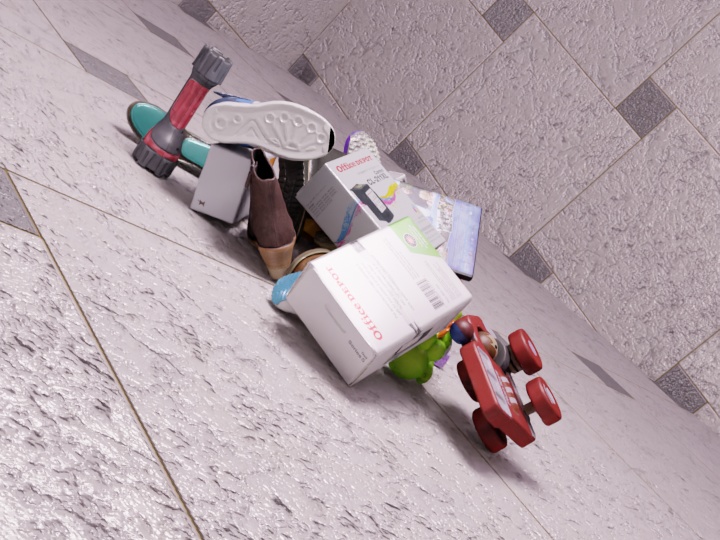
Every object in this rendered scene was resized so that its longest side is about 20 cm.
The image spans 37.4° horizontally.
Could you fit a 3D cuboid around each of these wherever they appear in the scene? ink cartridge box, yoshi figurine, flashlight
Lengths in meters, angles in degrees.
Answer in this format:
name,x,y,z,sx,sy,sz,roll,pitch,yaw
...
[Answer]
name,x,y,z,sx,sy,sz,roll,pitch,yaw
ink cartridge box,0.025,0.035,1.370,0.199,0.084,0.146,-26,73,-42
ink cartridge box,0.016,-0.080,1.641,0.201,0.083,0.145,50,32,6
yoshi figurine,0.080,0.102,1.536,0.111,0.114,0.200,16,8,2
flashlight,-0.261,-0.237,1.582,0.068,0.201,0.068,39,13,16

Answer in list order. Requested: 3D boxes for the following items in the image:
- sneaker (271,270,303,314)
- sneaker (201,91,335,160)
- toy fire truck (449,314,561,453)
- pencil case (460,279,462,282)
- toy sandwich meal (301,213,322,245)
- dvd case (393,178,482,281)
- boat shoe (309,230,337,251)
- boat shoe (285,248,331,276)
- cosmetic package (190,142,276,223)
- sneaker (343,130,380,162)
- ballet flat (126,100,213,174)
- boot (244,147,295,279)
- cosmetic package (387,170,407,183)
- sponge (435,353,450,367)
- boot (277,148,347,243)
name,x,y,z,sx,sy,sz,roll,pitch,yaw
sneaker,-0.034,0.051,1.453,0.198,0.082,0.077,4,30,-33
sneaker,-0.133,-0.214,1.569,0.197,0.082,0.147,8,11,-1
toy fire truck,0.182,0.141,1.457,0.168,0.111,0.202,45,22,-49
pencil case,0.126,0.048,1.751,0.083,0.087,0.200,40,9,6
toy sandwich meal,-0.064,-0.059,1.828,0.205,0.070,0.205,46,5,-5
dvd case,0.101,-0.072,1.763,0.197,0.018,0.144,18,59,-9
boat shoe,0.000,0.000,1.728,0.198,0.068,0.072,22,7,-28
boat shoe,-0.032,0.023,1.562,0.068,0.072,0.199,41,12,30
cosmetic package,-0.190,-0.141,1.634,0.070,0.103,0.200,21,12,2
sneaker,-0.014,-0.150,1.874,0.069,0.203,0.099,-23,28,-31
ballet flat,-0.304,-0.206,1.729,0.199,0.068,0.063,31,-15,-31
boot,-0.132,-0.102,1.538,0.071,0.168,0.201,-10,31,-9
cosmetic package,0.057,-0.062,1.852,0.050,0.082,0.202,20,-48,53
sponge,0.072,0.081,1.753,0.111,0.030,0.200,31,12,-26
boot,-0.072,-0.123,1.727,0.077,0.203,0.138,1,-14,39
